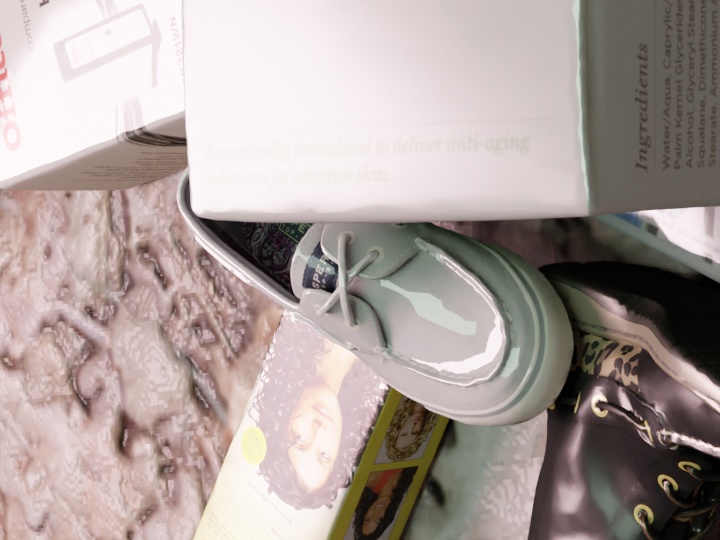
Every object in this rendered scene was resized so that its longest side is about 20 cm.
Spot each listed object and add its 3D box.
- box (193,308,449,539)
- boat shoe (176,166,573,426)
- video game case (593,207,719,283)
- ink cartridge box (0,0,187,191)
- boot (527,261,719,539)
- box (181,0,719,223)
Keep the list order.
[{"bbox_3d":[-0.021,0.099,1.236,0.075,0.050,0.201,38,119,36],"label":"box"},{"bbox_3d":[0.000,0.000,1.127,0.200,0.068,0.072,39,109,43],"label":"boat shoe"},{"bbox_3d":[0.173,-0.073,1.054,0.200,0.022,0.183,30,113,39],"label":"video game case"},{"bbox_3d":[-0.083,-0.127,1.257,0.199,0.084,0.147,-19,80,42],"label":"ink cartridge box"},{"bbox_3d":[0.117,0.088,1.065,0.200,0.073,0.152,29,116,59],"label":"boot"},{"bbox_3d":[0.059,-0.120,1.027,0.198,0.171,0.202,1,93,44],"label":"box"}]
